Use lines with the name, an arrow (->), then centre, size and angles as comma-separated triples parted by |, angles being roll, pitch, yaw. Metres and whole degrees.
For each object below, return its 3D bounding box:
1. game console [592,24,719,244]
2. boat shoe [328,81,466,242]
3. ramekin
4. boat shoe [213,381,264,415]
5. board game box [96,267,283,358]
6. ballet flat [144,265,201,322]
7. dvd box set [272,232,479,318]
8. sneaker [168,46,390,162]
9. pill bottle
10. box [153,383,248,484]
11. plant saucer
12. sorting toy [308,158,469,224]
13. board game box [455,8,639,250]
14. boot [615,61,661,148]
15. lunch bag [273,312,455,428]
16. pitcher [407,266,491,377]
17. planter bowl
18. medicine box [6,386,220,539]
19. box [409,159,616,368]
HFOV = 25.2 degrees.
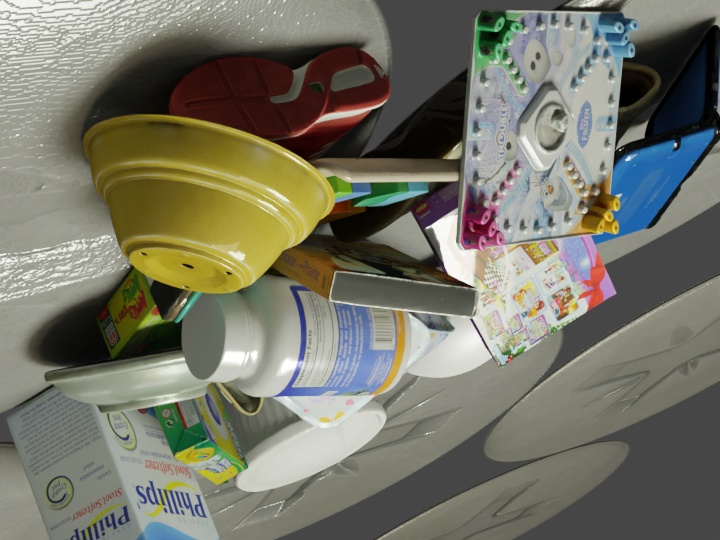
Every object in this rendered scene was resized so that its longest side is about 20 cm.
game console -> 0.275, -0.128, 1.599 | 0.169, 0.119, 0.200 | -16, 157, -20
boat shoe -> 0.053, -0.090, 1.472 | 0.200, 0.075, 0.066 | -38, 152, 30
ramekin -> -0.075, 0.180, 1.959 | 0.200, 0.095, 0.203 | -23, 160, -9
boat shoe -> -0.133, 0.100, 1.729 | 0.073, 0.064, 0.201 | -23, 160, -10
board game box -> -0.144, 0.026, 1.555 | 0.198, 0.048, 0.102 | -9, 154, -40
ballet flat -> -0.148, -0.005, 1.367 | 0.068, 0.068, 0.200 | -53, 179, 13
dvd box set -> 0.000, 0.000, 1.458 | 0.145, 0.030, 0.200 | 8, -171, -25
sneaker -> -0.075, -0.108, 1.264 | 0.198, 0.079, 0.116 | -10, 153, -36
pill bottle -> -0.061, 0.061, 1.487 | 0.198, 0.113, 0.112 | 2, 148, -35
box -> -0.177, 0.162, 1.751 | 0.048, 0.118, 0.200 | -25, 161, 0
plant saucer -> -0.204, 0.105, 1.562 | 0.198, 0.051, 0.200 | -10, 180, 0
sorting toy -> -0.034, -0.064, 1.359 | 0.198, 0.037, 0.184 | -9, 177, 39
board game box -> 0.166, -0.122, 1.397 | 0.199, 0.203, 0.026 | -7, -164, -43
boot -> 0.186, -0.127, 1.552 | 0.198, 0.073, 0.155 | -19, 159, -28
lunch bag -> -0.010, 0.075, 1.688 | 0.169, 0.128, 0.200 | -39, 165, 11
pitcher -> 0.134, 0.031, 1.832 | 0.199, 0.122, 0.172 | -25, -159, 23
planter bowl -> -0.123, -0.036, 1.223 | 0.198, 0.084, 0.201 | 10, 161, 3
medicine box -> -0.254, 0.227, 1.691 | 0.102, 0.202, 0.182 | -30, 160, 13
box -> 0.145, -0.017, 1.497 | 0.136, 0.039, 0.201 | -32, 130, -1
